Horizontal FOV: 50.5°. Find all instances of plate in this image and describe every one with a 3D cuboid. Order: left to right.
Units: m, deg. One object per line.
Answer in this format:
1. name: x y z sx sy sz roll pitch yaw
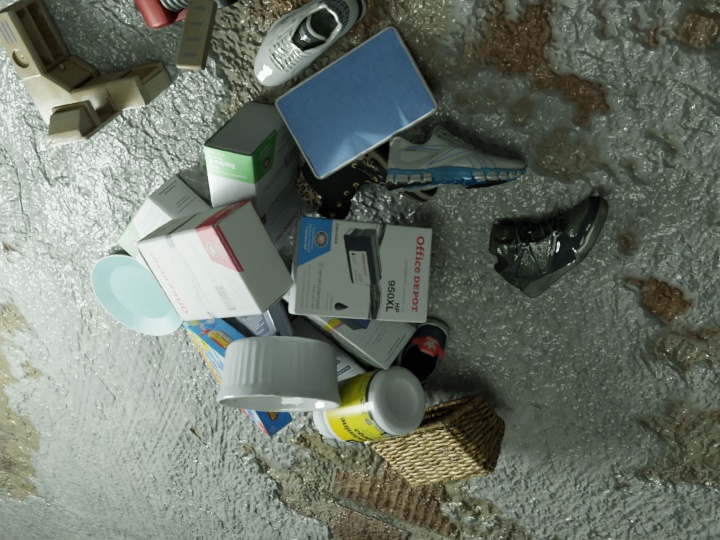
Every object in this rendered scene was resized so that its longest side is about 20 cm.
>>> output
1. plate: -0.428 0.044 1.480 0.200 0.026 0.200 11 131 13

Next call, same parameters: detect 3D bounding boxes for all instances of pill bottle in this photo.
1. pill bottle: 0.008 0.234 1.303 0.112 0.112 0.200 45 142 -16

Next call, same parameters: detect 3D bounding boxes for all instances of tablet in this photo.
1. tablet: -0.008 -0.226 1.042 0.200 0.014 0.130 -28 94 19

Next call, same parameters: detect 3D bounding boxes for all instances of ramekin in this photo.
1. ramekin: -0.130 0.171 1.243 0.200 0.098 0.200 1 162 0

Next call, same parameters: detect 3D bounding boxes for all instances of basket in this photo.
1. basket: 0.136 0.277 1.354 0.200 0.143 0.149 -25 118 41

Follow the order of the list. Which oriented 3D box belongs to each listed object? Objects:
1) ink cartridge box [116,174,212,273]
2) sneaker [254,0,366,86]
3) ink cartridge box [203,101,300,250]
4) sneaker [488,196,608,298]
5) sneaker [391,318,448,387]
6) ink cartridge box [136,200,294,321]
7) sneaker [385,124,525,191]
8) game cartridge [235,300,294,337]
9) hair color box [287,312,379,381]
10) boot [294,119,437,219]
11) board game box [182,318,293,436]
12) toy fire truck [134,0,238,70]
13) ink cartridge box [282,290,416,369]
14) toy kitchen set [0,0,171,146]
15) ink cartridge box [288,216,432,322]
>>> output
1. ink cartridge box: -0.295 -0.039 1.310 0.200 0.084 0.145 43 130 -8
2. sneaker: -0.083 -0.307 1.019 0.076 0.081 0.200 44 131 -17
3. ink cartridge box: -0.156 -0.128 1.147 0.084 0.146 0.200 13 130 15
4. sneaker: 0.258 -0.047 1.090 0.114 0.076 0.199 29 138 -10
5. sneaker: 0.090 0.174 1.331 0.075 0.085 0.200 22 132 4
6. ink cartridge box: -0.214 -0.009 1.111 0.200 0.085 0.146 -8 116 42
7. sneaker: 0.131 -0.156 1.039 0.200 0.087 0.075 -2 174 -14
8. game cartridge: -0.175 0.074 1.319 0.133 0.041 0.200 63 154 4
9. hair color box: -0.053 0.145 1.382 0.200 0.061 0.100 42 131 -13
10. boot: 0.001 -0.133 1.128 0.200 0.073 0.151 34 131 -1
11. board game box: -0.230 0.186 1.425 0.196 0.056 0.200 24 144 53
12. toy fire truck: -0.217 -0.340 0.965 0.176 0.200 0.129 -7 123 27
13. ink cartridge box: -0.028 0.070 1.254 0.200 0.088 0.145 39 168 -9
14. toy kitchen set: -0.427 -0.298 1.110 0.200 0.163 0.181 -4 125 24
15. ink cartridge box: 0.000 0.000 1.142 0.200 0.084 0.145 4 88 -11
